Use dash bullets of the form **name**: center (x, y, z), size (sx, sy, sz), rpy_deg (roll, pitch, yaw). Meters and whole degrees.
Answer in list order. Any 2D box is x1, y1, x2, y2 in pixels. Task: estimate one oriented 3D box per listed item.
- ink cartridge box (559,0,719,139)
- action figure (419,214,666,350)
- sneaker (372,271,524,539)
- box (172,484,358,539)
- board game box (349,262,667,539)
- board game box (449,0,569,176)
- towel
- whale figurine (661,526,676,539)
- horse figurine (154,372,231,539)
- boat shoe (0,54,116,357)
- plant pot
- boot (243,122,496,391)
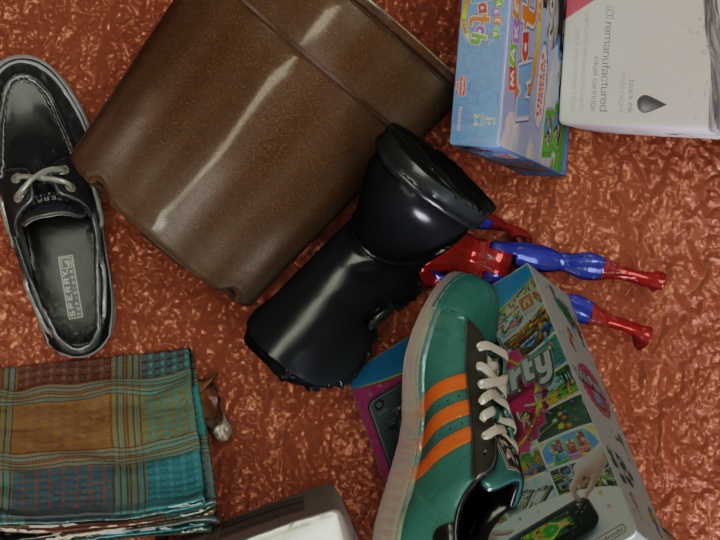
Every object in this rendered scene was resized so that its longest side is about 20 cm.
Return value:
- **ink cartridge box**: center (0.234, -0.158, 1.495), size (0.199, 0.083, 0.148), rpy_deg (5, 92, 34)
- **action figure**: center (0.097, 0.000, 1.554), size (0.199, 0.052, 0.066), rpy_deg (17, 83, -5)
- **sneaker**: center (0.067, 0.100, 1.415), size (0.079, 0.071, 0.202), rpy_deg (3, 76, 32)
- **box**: center (-0.076, 0.242, 1.380), size (0.199, 0.199, 0.173), rpy_deg (-21, 90, -2)
- **board game box**: center (0.090, 0.121, 1.472), size (0.147, 0.064, 0.201), rpy_deg (-32, 55, 18)
- **board game box**: center (0.100, -0.143, 1.482), size (0.036, 0.200, 0.153), rpy_deg (4, 89, 17)
- **towel**: center (-0.167, 0.106, 1.462), size (0.145, 0.200, 0.022), rpy_deg (-6, 118, -5)
- **whale figurine**: center (0.165, 0.243, 1.543), size (0.158, 0.104, 0.201), rpy_deg (-26, 116, -5)
- **horse figurine**: center (-0.165, 0.159, 1.524), size (0.199, 0.050, 0.133), rpy_deg (-21, 78, 1)
- **boat shoe**: center (-0.200, -0.042, 1.519), size (0.071, 0.068, 0.202), rpy_deg (-10, 90, -5)
- **plant pot**: center (-0.066, -0.100, 1.478), size (0.200, 0.200, 0.199), rpy_deg (40, 93, -3)
- **boot**: center (0.000, 0.000, 1.429), size (0.076, 0.200, 0.168), rpy_deg (44, 95, 8)
